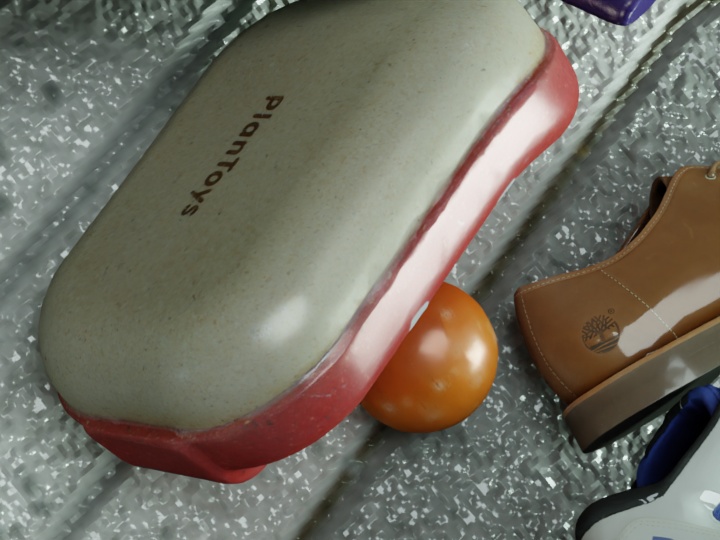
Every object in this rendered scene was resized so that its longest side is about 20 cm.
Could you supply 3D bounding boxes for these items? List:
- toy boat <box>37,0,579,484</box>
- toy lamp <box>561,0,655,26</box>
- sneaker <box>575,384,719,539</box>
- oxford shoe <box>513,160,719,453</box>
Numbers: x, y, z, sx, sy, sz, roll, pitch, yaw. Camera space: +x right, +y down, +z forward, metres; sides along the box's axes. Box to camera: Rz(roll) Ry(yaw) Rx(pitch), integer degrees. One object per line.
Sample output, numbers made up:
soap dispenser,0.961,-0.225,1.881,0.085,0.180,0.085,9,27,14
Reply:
toy boat,0.000,0.000,0.967,0.200,0.130,0.131,-54,126,-24
toy lamp,0.025,-0.159,1.022,0.200,0.058,0.058,40,65,7
sneaker,0.152,0.091,0.988,0.199,0.081,0.115,0,56,-30
oxford shoe,0.142,-0.014,1.034,0.200,0.071,0.071,-27,77,-24
